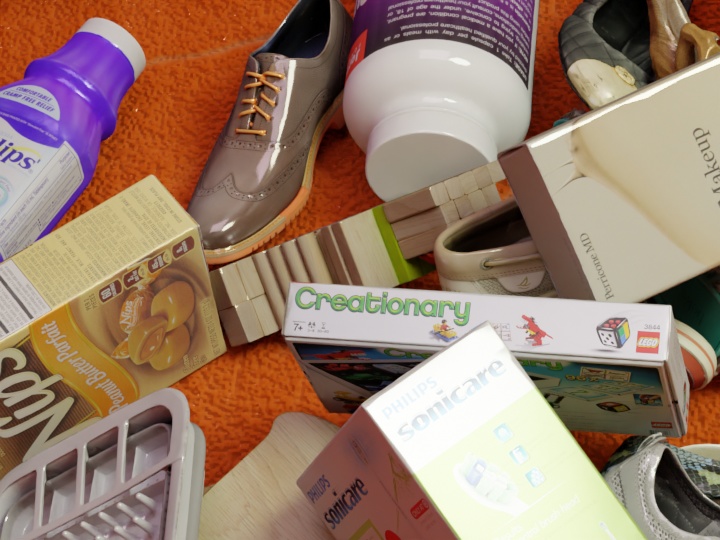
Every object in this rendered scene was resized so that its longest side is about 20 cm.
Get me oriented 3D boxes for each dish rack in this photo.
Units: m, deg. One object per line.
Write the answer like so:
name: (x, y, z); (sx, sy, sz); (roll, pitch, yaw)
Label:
dish rack: (-0.143, 0.174, 1.586); (0.171, 0.043, 0.201); (-28, 42, 34)

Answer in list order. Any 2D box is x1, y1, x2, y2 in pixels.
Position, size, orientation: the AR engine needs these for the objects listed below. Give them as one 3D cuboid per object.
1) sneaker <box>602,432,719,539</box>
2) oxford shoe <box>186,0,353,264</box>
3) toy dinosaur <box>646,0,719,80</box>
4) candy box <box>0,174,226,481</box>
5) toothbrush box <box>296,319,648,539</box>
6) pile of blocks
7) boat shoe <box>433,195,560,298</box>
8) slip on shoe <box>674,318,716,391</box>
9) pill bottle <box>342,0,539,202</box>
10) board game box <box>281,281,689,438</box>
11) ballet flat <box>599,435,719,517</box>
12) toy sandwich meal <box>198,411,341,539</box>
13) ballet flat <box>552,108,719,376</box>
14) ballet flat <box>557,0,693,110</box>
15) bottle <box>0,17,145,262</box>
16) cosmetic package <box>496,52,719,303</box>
sneaker: (0.188, 0.169, 1.527); (0.200, 0.082, 0.075); (44, 33, 14)
oxford shoe: (-0.059, -0.087, 1.792); (0.071, 0.073, 0.201); (6, 48, 26)
toy dinosaur: (0.182, -0.126, 1.717); (0.060, 0.201, 0.106); (-26, 17, -26)
candy box: (-0.177, 0.045, 1.686); (0.199, 0.116, 0.055); (-32, 53, -17)
toothbrush box: (0.071, 0.145, 1.502); (0.086, 0.146, 0.201); (-32, 83, -22)
pile of blocks: (0.000, 0.000, 1.724); (0.199, 0.063, 0.082); (-20, 2, 26)
boat shoe: (0.133, -0.033, 1.646); (0.199, 0.065, 0.072); (-25, 39, -7)
slip on shoe: (0.098, 0.057, 1.668); (0.199, 0.074, 0.062); (0, 57, 16)
pill bottle: (0.049, -0.133, 1.797); (0.112, 0.113, 0.201); (0, 51, 8)
board game box: (0.068, 0.048, 1.577); (0.199, 0.126, 0.035); (4, 70, 12)
ballet flat: (0.220, 0.124, 1.599); (0.199, 0.074, 0.075); (11, 54, 14)
toy sandwich meal: (-0.051, 0.171, 1.596); (0.204, 0.070, 0.206); (-4, 51, 5)
ballet flat: (0.178, -0.014, 1.725); (0.071, 0.072, 0.200); (-25, 54, -12)
ballet flat: (0.158, -0.143, 1.781); (0.057, 0.066, 0.200); (-38, 15, 28)
bottle: (-0.201, -0.069, 1.811); (0.083, 0.065, 0.200); (22, 58, 25)
cosmetic package: (0.185, -0.058, 1.593); (0.199, 0.073, 0.104); (-26, 91, -12)
